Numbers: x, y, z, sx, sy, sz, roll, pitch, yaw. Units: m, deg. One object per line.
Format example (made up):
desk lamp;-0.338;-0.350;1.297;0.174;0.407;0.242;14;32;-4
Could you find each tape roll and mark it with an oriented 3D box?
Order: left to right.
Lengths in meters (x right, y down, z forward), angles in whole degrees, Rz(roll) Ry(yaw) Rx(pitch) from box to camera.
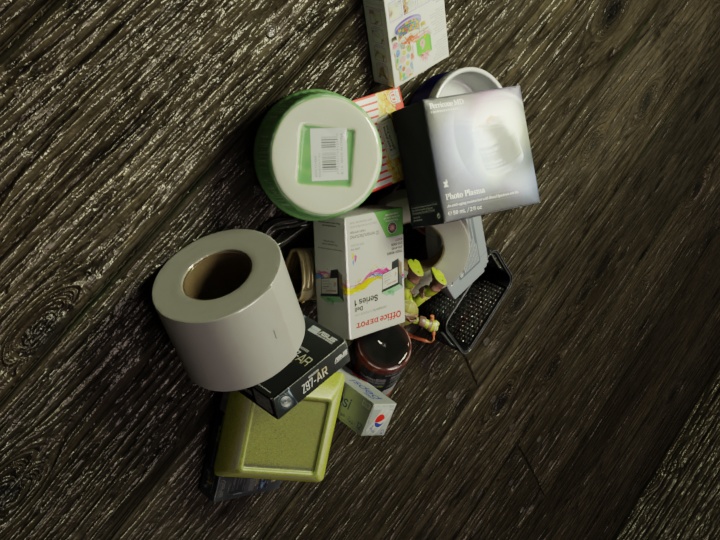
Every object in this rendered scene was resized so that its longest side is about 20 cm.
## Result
tape roll;-0.192;0.057;1.322;0.202;0.201;0.141;-40;135;-27
tape roll;0.100;-0.051;1.615;0.037;0.198;0.207;-77;163;-56

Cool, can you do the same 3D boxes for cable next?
cable;-0.089;-0.095;1.497;0.199;0.050;0.098;-38;140;-16

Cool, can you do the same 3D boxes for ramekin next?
ramekin;-0.060;-0.175;1.358;0.195;0.098;0.205;-2;97;-14

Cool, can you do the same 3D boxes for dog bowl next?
dog bowl;0.182;-0.261;1.627;0.196;0.078;0.205;-2;94;-34

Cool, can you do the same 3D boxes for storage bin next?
storage bin;0.215;0.051;1.859;0.202;0.093;0.135;-56;139;-13

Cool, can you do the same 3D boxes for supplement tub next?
supplement tub;0.024;0.177;1.656;0.106;0.107;0.201;-38;164;-29

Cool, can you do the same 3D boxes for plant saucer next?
plant saucer;-0.129;0.264;1.484;0.196;0.048;0.204;8;102;-21

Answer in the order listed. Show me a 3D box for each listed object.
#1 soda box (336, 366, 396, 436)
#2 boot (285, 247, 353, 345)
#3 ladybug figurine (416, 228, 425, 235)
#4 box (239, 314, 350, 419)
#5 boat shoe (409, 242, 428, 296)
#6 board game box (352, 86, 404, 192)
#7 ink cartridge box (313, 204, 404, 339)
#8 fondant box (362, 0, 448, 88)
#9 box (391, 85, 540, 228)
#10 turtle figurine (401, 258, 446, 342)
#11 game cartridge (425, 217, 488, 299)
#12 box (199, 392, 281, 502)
soda box;-0.032;0.213;1.577;0.068;0.199;0.065;9;107;-49
boot;-0.069;0.048;1.554;0.154;0.072;0.205;-13;116;-45
ladybug figurine;0.161;-0.127;1.724;0.198;0.071;0.138;20;93;-51
box;-0.139;0.132;1.418;0.159;0.198;0.044;-36;134;-29
boat shoe;0.093;0.024;1.725;0.202;0.075;0.074;-56;136;-13
board game box;0.002;-0.207;1.489;0.198;0.046;0.155;-26;105;-38
ink cartridge box;0.000;0.000;1.503;0.143;0.083;0.205;-14;106;-44
fondant box;0.075;-0.430;1.488;0.143;0.058;0.203;-35;131;-32
box;0.176;-0.190;1.496;0.196;0.123;0.203;-13;93;-24
turtle figurine;0.075;0.057;1.627;0.163;0.197;0.065;-57;-169;32
game cartridge;0.182;-0.052;1.700;0.133;0.040;0.203;-42;134;-31
box;-0.189;0.292;1.559;0.156;0.051;0.205;1;108;-47
